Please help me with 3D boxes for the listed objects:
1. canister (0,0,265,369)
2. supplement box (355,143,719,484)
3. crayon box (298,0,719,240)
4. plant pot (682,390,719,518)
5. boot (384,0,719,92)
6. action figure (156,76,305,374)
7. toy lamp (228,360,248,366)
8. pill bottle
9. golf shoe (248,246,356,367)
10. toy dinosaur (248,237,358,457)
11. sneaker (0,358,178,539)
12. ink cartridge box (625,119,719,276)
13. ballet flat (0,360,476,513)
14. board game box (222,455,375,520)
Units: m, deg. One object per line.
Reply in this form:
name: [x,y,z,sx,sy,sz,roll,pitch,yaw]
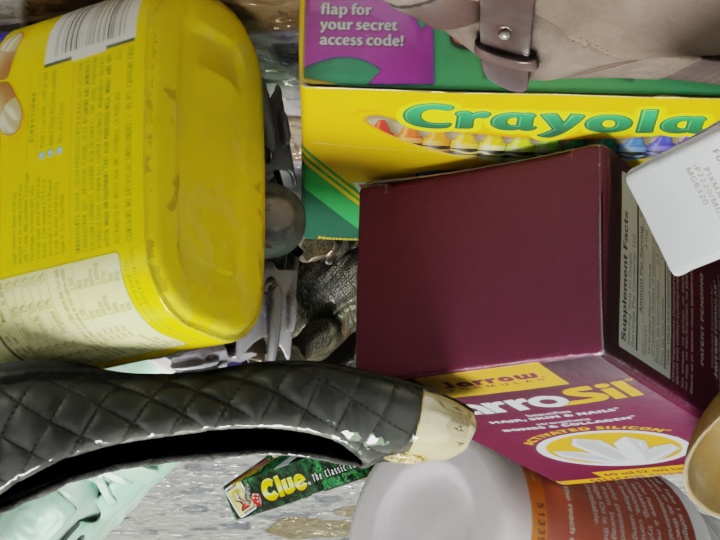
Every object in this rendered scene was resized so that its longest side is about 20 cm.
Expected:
canister: [-0.138,-0.023,0.975,0.199,0.150,0.086,-12,158,31]
supplement box: [0.092,0.025,1.021,0.110,0.086,0.200,-8,160,28]
crayon box: [0.075,-0.062,0.990,0.198,0.059,0.173,1,163,0]
plant pot: [0.223,0.052,0.980,0.198,0.028,0.200,-9,152,-5]
boot: [0.091,-0.115,0.816,0.145,0.071,0.200,14,153,-14]
action figure: [-0.076,-0.015,1.047,0.069,0.131,0.200,11,172,-24]
toy lamp: [-0.098,0.066,1.349,0.058,0.059,0.200,5,173,-13]
pill bottle: [0.099,0.143,1.185,0.199,0.113,0.112,18,156,-41]
golf shoe: [-0.009,0.012,1.249,0.097,0.079,0.199,34,145,-26]
toy dinosaur: [0.000,0.000,1.127,0.200,0.077,0.102,-45,170,18]
sneaker: [-0.129,0.096,1.204,0.074,0.118,0.201,39,157,5]
ink cartridge box: [0.209,-0.076,0.804,0.199,0.044,0.173,-29,-178,-34]
ballet flat: [-0.054,0.066,0.934,0.198,0.057,0.067,0,159,-6]
board game box: [0.022,0.070,1.279,0.104,0.024,0.200,-25,-175,36]
